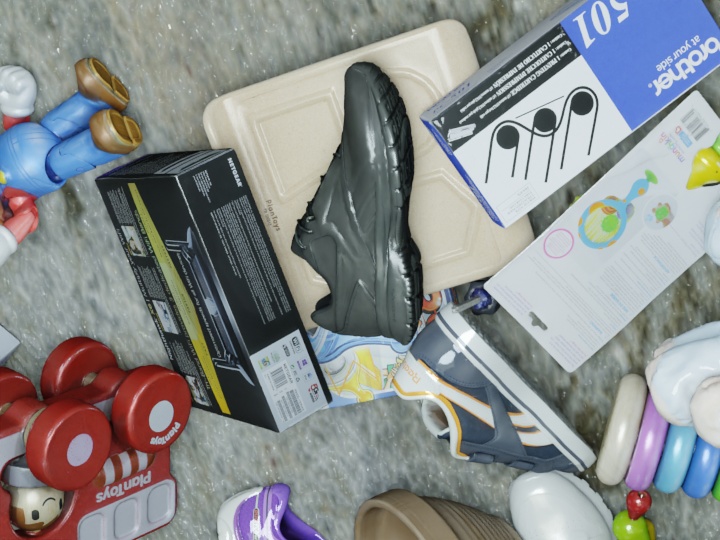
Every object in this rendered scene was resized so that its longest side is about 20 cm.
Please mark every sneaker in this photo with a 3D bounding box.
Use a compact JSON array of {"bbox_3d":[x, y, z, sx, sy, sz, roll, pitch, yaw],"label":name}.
[{"bbox_3d":[-0.042,0.266,1.190,0.083,0.081,0.201,-26,102,11],"label":"sneaker"},{"bbox_3d":[-0.006,-0.043,1.008,0.090,0.076,0.201,0,105,11],"label":"sneaker"},{"bbox_3d":[0.170,0.245,1.134,0.076,0.081,0.201,-19,110,18],"label":"sneaker"},{"bbox_3d":[0.096,0.104,1.077,0.079,0.078,0.200,-44,126,5],"label":"sneaker"}]

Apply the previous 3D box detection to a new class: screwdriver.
[{"bbox_3d":[0.083,0.023,1.020,0.029,0.200,0.028,26,97,5],"label":"screwdriver"}]

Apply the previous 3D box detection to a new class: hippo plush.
[{"bbox_3d":[0.283,0.026,0.986,0.200,0.159,0.162,17,114,50],"label":"hippo plush"}]

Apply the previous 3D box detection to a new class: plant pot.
[{"bbox_3d":[0.082,0.254,1.131,0.092,0.201,0.202,-21,108,-23],"label":"plant pot"}]

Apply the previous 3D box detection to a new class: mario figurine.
[{"bbox_3d":[-0.268,-0.078,1.091,0.199,0.124,0.106,-33,113,14],"label":"mario figurine"}]

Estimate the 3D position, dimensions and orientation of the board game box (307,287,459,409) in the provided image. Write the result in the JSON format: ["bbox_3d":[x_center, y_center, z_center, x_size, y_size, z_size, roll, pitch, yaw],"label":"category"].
[{"bbox_3d":[0.000,0.000,1.111,0.135,0.034,0.201,-12,106,13],"label":"board game box"}]

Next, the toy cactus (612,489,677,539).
[{"bbox_3d":[0.272,0.256,1.135,0.199,0.102,0.165,24,130,-1],"label":"toy cactus"}]

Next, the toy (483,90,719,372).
[{"bbox_3d":[0.189,-0.032,1.054,0.200,0.047,0.115,-41,122,10],"label":"toy"}]

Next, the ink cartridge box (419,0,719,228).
[{"bbox_3d":[0.148,-0.128,1.003,0.200,0.044,0.094,-37,104,0],"label":"ink cartridge box"}]

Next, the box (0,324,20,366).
[{"bbox_3d":[-0.389,0.124,1.148,0.097,0.177,0.200,40,110,-2],"label":"box"}]

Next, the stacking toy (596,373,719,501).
[{"bbox_3d":[0.280,0.143,1.078,0.199,0.085,0.086,16,111,9],"label":"stacking toy"}]

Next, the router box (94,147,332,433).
[{"bbox_3d":[-0.111,0.012,1.077,0.052,0.157,0.201,-28,107,-27],"label":"router box"}]

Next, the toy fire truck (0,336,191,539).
[{"bbox_3d":[-0.220,0.155,1.124,0.112,0.200,0.169,16,114,36],"label":"toy fire truck"}]

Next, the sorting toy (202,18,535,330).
[{"bbox_3d":[0.008,-0.066,1.054,0.199,0.036,0.186,-18,104,9],"label":"sorting toy"}]
